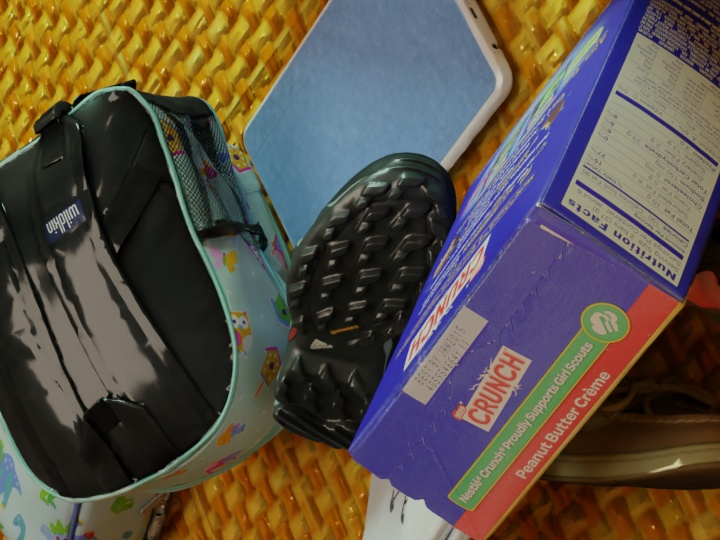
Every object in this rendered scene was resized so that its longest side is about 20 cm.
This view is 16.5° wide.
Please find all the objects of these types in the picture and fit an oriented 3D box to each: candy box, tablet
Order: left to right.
[{"bbox_3d":[0.005,-0.083,1.297,0.200,0.014,0.130,-53,53,42],"label":"tablet"},{"bbox_3d":[0.087,-0.013,1.048,0.077,0.200,0.169,33,132,-4],"label":"candy box"}]

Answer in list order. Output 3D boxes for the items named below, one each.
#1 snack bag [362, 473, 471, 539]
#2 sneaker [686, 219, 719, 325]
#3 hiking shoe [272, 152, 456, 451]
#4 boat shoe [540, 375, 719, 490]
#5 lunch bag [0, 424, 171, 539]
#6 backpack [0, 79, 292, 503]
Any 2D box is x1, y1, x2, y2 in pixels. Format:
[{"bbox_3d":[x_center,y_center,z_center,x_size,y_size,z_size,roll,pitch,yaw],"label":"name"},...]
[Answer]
[{"bbox_3d":[0.029,0.092,1.189,0.189,0.021,0.200,-81,13,-44],"label":"snack bag"},{"bbox_3d":[0.200,-0.012,1.011,0.200,0.079,0.096,4,69,58],"label":"sneaker"},{"bbox_3d":[0.000,0.000,1.228,0.200,0.074,0.087,114,173,-48],"label":"hiking shoe"},{"bbox_3d":[0.108,0.066,1.131,0.201,0.073,0.063,-3,82,64],"label":"boat shoe"},{"bbox_3d":[-0.183,0.078,1.510,0.200,0.082,0.161,45,129,41],"label":"lunch bag"},{"bbox_3d":[-0.120,0.023,1.338,0.176,0.153,0.200,-30,69,22],"label":"backpack"}]
